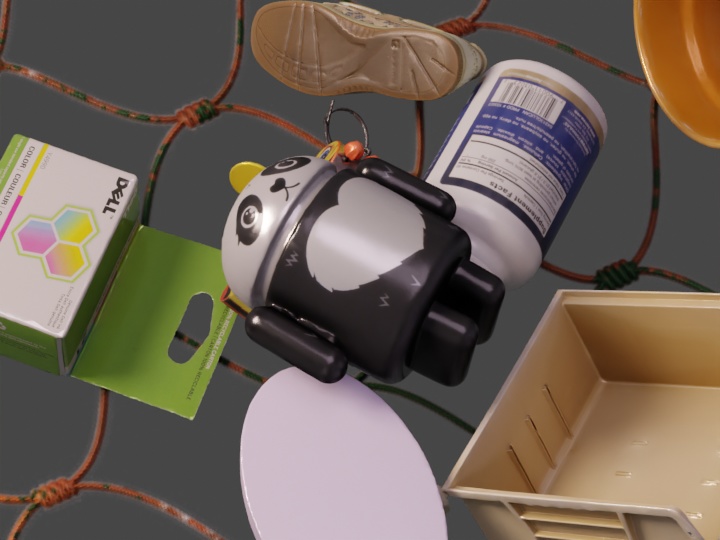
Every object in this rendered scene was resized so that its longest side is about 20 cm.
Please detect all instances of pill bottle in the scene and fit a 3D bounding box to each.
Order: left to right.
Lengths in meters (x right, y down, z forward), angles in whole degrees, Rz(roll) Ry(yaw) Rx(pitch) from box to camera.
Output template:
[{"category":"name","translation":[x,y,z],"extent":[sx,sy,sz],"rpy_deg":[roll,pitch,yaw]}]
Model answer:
[{"category":"pill bottle","translation":[0.102,-0.054,1.507],"extent":[0.111,0.111,0.200],"rpy_deg":[27,64,8]}]

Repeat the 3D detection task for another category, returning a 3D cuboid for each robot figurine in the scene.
[{"category":"robot figurine","translation":[0.000,0.000,1.377],"extent":[0.200,0.150,0.125],"rpy_deg":[28,108,11]}]

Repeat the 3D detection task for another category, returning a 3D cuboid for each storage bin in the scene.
[{"category":"storage bin","translation":[0.197,0.116,1.370],"extent":[0.198,0.094,0.200],"rpy_deg":[0,43,39]}]

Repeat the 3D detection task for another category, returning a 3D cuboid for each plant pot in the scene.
[{"category":"plant pot","translation":[0.351,-0.209,1.577],"extent":[0.183,0.200,0.201],"rpy_deg":[-11,64,-28]}]

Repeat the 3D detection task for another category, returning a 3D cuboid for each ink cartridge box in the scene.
[{"category":"ink cartridge box","translation":[-0.192,0.004,1.468],"extent":[0.199,0.076,0.148],"rpy_deg":[19,63,6]}]

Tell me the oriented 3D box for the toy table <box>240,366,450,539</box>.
[{"category":"toy table","translation":[-0.018,0.178,1.374],"extent":[0.183,0.117,0.201],"rpy_deg":[-9,64,-9]}]

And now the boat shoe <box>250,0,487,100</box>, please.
[{"category":"boat shoe","translation":[0.003,-0.172,1.569],"extent":[0.199,0.074,0.063],"rpy_deg":[17,17,29]}]

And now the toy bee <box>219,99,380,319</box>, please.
[{"category":"toy bee","translation":[-0.036,-0.058,1.486],"extent":[0.131,0.109,0.201],"rpy_deg":[16,70,-23]}]
